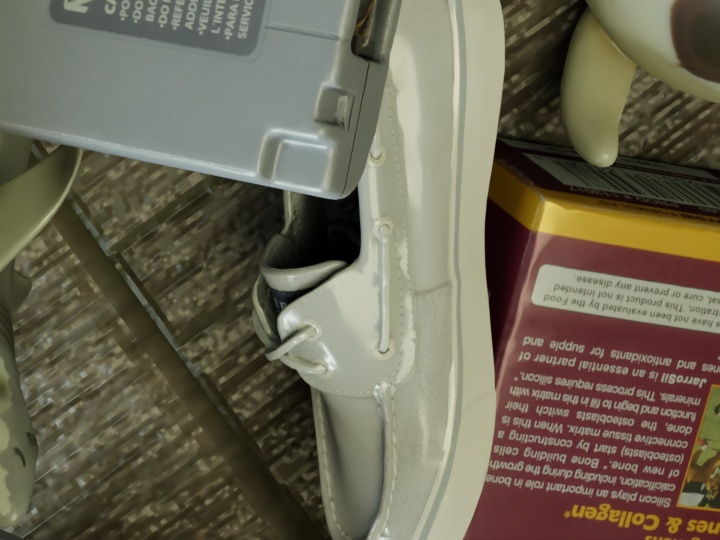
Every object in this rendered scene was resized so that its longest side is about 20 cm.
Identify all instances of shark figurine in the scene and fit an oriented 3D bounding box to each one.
[{"bbox_3d":[-0.100,-0.027,0.834,0.215,0.128,0.090,-65,153,-19],"label":"shark figurine"}]

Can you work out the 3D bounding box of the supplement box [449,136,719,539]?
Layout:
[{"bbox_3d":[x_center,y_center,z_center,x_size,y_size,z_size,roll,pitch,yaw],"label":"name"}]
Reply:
[{"bbox_3d":[0.067,0.065,0.908,0.110,0.086,0.200,9,105,-22],"label":"supplement box"}]

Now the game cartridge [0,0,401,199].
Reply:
[{"bbox_3d":[-0.044,-0.129,0.758,0.042,0.133,0.200,9,93,-61],"label":"game cartridge"}]

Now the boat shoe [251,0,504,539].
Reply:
[{"bbox_3d":[0.000,0.000,0.833,0.068,0.072,0.200,-5,111,-33],"label":"boat shoe"}]

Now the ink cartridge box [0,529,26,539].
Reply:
[{"bbox_3d":[-0.189,0.114,0.743,0.200,0.084,0.145,25,84,-34],"label":"ink cartridge box"}]

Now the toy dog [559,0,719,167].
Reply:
[{"bbox_3d":[0.142,-0.103,0.812,0.194,0.200,0.140,-41,117,-3],"label":"toy dog"}]
